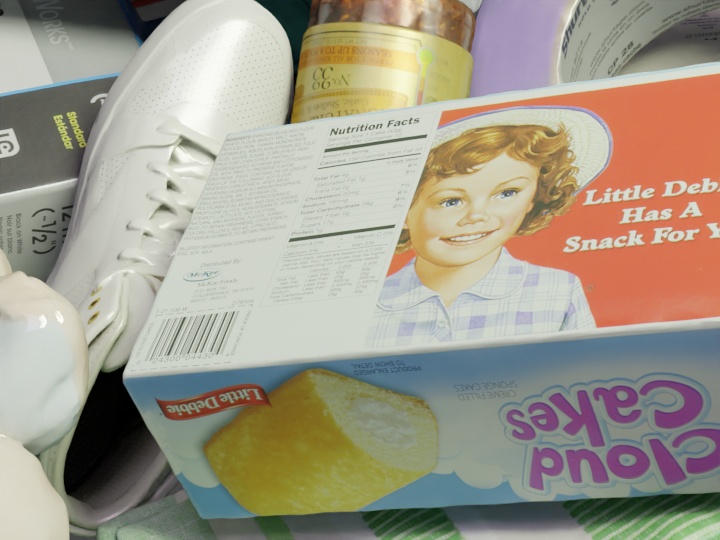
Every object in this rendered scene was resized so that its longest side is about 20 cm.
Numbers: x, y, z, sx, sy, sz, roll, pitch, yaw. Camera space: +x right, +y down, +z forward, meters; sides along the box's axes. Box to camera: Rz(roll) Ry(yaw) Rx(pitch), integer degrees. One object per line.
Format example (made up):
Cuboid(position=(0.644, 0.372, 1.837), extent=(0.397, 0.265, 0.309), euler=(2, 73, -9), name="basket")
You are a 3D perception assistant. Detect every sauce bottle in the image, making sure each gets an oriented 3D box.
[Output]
Cuboid(position=(0.000, 0.000, 0.802), extent=(0.066, 0.066, 0.201), euler=(6, 79, 3), name="sauce bottle")

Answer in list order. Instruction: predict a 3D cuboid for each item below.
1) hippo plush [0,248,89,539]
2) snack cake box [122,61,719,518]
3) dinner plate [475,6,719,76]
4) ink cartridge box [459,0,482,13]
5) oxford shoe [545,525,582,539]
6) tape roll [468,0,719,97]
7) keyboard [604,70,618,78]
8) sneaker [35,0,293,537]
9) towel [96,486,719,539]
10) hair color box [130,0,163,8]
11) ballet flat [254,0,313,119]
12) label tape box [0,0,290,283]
Cuboid(position=(-0.198, 0.042, 0.689), extent=(0.200, 0.161, 0.160), euler=(-33, 47, 29), name="hippo plush")
Cuboid(position=(0.042, 0.006, 0.678), extent=(0.199, 0.067, 0.115), euler=(-6, 40, 25), name="snack cake box")
Cuboid(position=(0.147, -0.095, 0.949), extent=(0.199, 0.024, 0.201), euler=(1, 51, -1), name="dinner plate")
Cuboid(position=(-0.045, -0.165, 0.883), extent=(0.199, 0.057, 0.163), euler=(9, 36, -1), name="ink cartridge box")
Cuboid(position=(0.064, 0.056, 0.766), extent=(0.071, 0.074, 0.200), euler=(-26, 30, 1), name="oxford shoe")
Cuboid(position=(0.144, -0.060, 0.841), extent=(0.199, 0.085, 0.201), euler=(-5, 69, 12), name="tape roll")
Cuboid(position=(0.143, -0.001, 0.870), extent=(0.056, 0.011, 0.200), euler=(-43, 66, -5), name="keyboard")
Cuboid(position=(-0.062, -0.002, 0.772), extent=(0.074, 0.116, 0.201), euler=(27, 85, -24), name="sneaker")
Cuboid(position=(0.029, 0.069, 0.684), extent=(0.200, 0.023, 0.153), euler=(-31, 37, -9), name="towel")
Cuboid(position=(-0.109, -0.209, 1.008), extent=(0.111, 0.064, 0.200), euler=(-17, 56, -15), name="hair color box")
Cuboid(position=(0.000, -0.078, 0.902), extent=(0.073, 0.073, 0.200), euler=(-27, 60, -20), name="ballet flat")
Cuboid(position=(-0.121, -0.065, 0.882), extent=(0.199, 0.066, 0.143), euler=(-14, 50, -17), name="label tape box")
